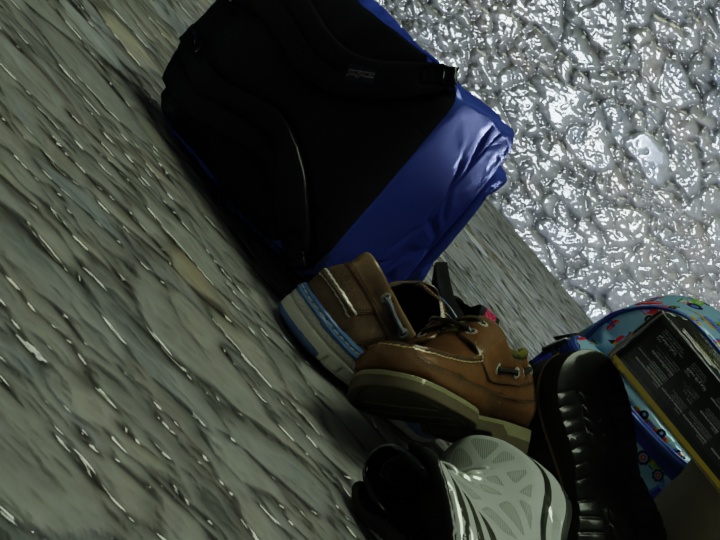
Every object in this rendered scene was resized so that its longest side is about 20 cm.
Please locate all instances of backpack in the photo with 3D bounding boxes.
[{"bbox_3d":[-0.022,-0.088,1.248,0.200,0.163,0.168,43,2,29],"label":"backpack"},{"bbox_3d":[0.209,0.113,1.475,0.183,0.200,0.135,55,8,20],"label":"backpack"}]

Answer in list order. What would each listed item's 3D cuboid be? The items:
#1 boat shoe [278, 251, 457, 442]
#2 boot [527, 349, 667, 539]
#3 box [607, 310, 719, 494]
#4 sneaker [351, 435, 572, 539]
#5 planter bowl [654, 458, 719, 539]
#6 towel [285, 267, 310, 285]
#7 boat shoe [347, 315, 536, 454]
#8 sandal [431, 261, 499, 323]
[{"bbox_3d":[0.028,0.047,1.200,0.072,0.072,0.200,55,8,29],"label":"boat shoe"},{"bbox_3d":[0.119,0.157,1.246,0.077,0.138,0.201,1,80,-33],"label":"boot"},{"bbox_3d":[0.244,0.116,1.237,0.200,0.049,0.160,52,11,11],"label":"box"},{"bbox_3d":[0.050,0.113,1.016,0.115,0.076,0.201,50,10,-20],"label":"sneaker"},{"bbox_3d":[0.237,0.238,1.289,0.200,0.135,0.200,47,9,-10],"label":"planter bowl"},{"bbox_3d":[-0.003,-0.017,1.343,0.086,0.018,0.200,36,26,-9],"label":"towel"},{"bbox_3d":[0.048,0.057,1.123,0.072,0.068,0.200,8,-10,21],"label":"boat shoe"},{"bbox_3d":[0.084,0.063,1.457,0.200,0.045,0.075,-108,-165,-57],"label":"sandal"}]
